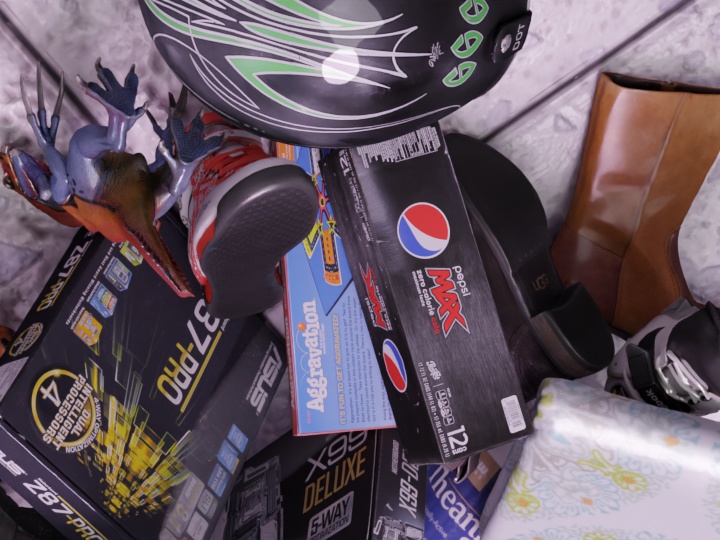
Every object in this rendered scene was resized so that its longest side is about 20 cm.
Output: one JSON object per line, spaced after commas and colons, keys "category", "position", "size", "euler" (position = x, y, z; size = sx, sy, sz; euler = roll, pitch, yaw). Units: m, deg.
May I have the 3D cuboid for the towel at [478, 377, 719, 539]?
{"category": "towel", "position": [0.173, 0.154, 1.046], "size": [0.170, 0.048, 0.200], "euler": [14, 140, -2]}

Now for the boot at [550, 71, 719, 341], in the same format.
{"category": "boot", "position": [0.220, -0.035, 1.136], "size": [0.187, 0.069, 0.201], "euler": [11, 110, -15]}

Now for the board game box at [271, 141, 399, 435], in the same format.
{"category": "board game box", "position": [0.000, 0.000, 1.029], "size": [0.102, 0.019, 0.201], "euler": [-3, 86, -17]}

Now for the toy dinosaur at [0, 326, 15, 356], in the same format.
{"category": "toy dinosaur", "position": [-0.192, 0.116, 1.068], "size": [0.181, 0.105, 0.200], "euler": [38, 117, -13]}

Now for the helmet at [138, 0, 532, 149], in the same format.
{"category": "helmet", "position": [-0.024, -0.161, 0.896], "size": [0.190, 0.200, 0.201], "euler": [-7, 125, -33]}

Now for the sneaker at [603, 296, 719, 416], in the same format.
{"category": "sneaker", "position": [0.201, 0.069, 1.029], "size": [0.088, 0.200, 0.074], "euler": [-34, 89, 0]}

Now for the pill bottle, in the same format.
{"category": "pill bottle", "position": [0.104, 0.163, 1.180], "size": [0.111, 0.111, 0.200], "euler": [28, 110, -30]}

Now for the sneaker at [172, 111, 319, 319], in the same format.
{"category": "sneaker", "position": [-0.076, -0.051, 0.946], "size": [0.067, 0.108, 0.201], "euler": [-13, 163, -12]}

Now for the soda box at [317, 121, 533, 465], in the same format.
{"category": "soda box", "position": [0.038, 0.014, 0.991], "size": [0.063, 0.071, 0.201], "euler": [-16, 88, -18]}

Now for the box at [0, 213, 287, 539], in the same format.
{"category": "box", "position": [-0.135, 0.072, 0.986], "size": [0.049, 0.200, 0.161], "euler": [-19, 122, 37]}

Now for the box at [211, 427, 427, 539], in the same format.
{"category": "box", "position": [-0.039, 0.176, 1.079], "size": [0.050, 0.158, 0.200], "euler": [36, 126, -25]}

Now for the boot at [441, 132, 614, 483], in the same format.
{"category": "boot", "position": [0.061, 0.029, 1.091], "size": [0.069, 0.201, 0.174], "euler": [-19, 168, -48]}

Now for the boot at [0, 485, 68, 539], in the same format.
{"category": "boot", "position": [-0.269, 0.194, 1.040], "size": [0.199, 0.131, 0.068], "euler": [29, 149, -5]}

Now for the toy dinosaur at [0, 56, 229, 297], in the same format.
{"category": "toy dinosaur", "position": [-0.158, -0.048, 0.920], "size": [0.105, 0.201, 0.181], "euler": [21, 144, -21]}
